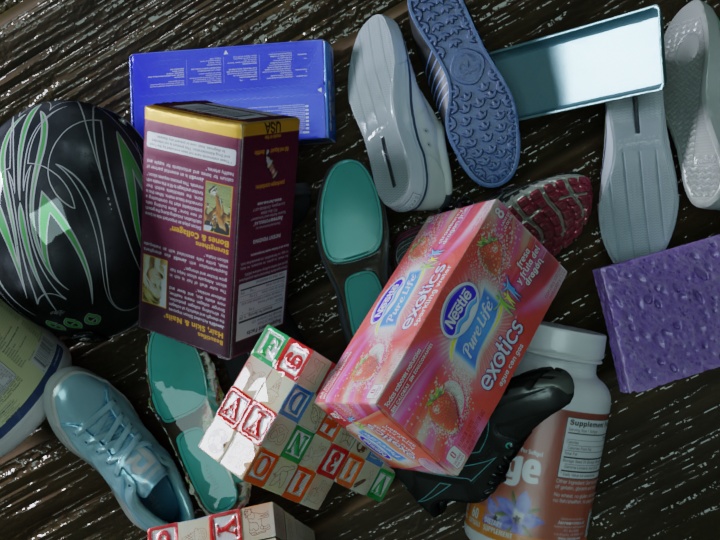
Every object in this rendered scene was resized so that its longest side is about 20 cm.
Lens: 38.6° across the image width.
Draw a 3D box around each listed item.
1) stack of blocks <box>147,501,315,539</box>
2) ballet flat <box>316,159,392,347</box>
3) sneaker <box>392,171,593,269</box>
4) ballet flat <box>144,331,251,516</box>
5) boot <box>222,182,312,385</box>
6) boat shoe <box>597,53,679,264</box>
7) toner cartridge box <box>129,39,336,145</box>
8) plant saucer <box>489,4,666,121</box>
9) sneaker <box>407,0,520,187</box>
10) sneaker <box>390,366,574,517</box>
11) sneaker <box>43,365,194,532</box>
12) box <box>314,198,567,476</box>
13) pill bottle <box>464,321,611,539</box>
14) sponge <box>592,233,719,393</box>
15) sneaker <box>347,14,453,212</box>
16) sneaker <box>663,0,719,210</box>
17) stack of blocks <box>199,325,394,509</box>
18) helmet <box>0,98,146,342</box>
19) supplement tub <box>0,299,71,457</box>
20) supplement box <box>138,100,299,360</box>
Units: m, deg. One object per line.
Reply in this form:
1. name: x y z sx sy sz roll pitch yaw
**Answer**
1. stack of blocks: -0.095 0.270 0.919 0.114 0.200 0.059 -14 61 9
2. ballet flat: 0.000 0.000 0.948 0.072 0.073 0.203 -13 74 9
3. sneaker: 0.122 -0.045 0.952 0.198 0.075 0.081 -23 129 -2
4. ballet flat: -0.158 0.143 1.000 0.075 0.064 0.203 -18 85 8
5. boot: -0.077 0.038 0.970 0.164 0.065 0.202 -26 81 36
6. boat shoe: 0.253 -0.101 0.929 0.071 0.062 0.203 2 108 18
7. toner cartridge box: -0.124 -0.168 1.004 0.197 0.043 0.097 -2 91 10
8. plant saucer: 0.185 -0.176 0.907 0.199 0.019 0.071 -5 89 51
9. sneaker: 0.098 -0.174 0.952 0.069 0.078 0.203 -18 91 8
10. sneaker: 0.107 0.144 0.863 0.199 0.075 0.080 -35 79 39
11. sneaker: -0.215 0.171 0.966 0.074 0.081 0.201 -49 120 -30
12. box: 0.066 0.052 0.828 0.095 0.102 0.201 42 66 -20
13. pill bottle: 0.162 0.150 0.922 0.110 0.112 0.203 10 91 9
14. sponge: 0.310 0.028 0.910 0.197 0.030 0.113 -15 89 -8
15. sneaker: 0.039 -0.144 0.967 0.073 0.070 0.203 -27 64 43
16. sneaker: 0.337 -0.142 0.926 0.117 0.074 0.203 7 68 -25
17. stack of blocks: -0.036 0.143 0.902 0.058 0.200 0.116 25 82 38
18. helmet: -0.267 -0.051 0.948 0.197 0.192 0.202 -8 51 10
19. supplement tub: -0.387 0.069 0.960 0.144 0.145 0.200 -38 118 7
20. supplement box: -0.125 -0.039 0.899 0.109 0.085 0.203 15 108 30
